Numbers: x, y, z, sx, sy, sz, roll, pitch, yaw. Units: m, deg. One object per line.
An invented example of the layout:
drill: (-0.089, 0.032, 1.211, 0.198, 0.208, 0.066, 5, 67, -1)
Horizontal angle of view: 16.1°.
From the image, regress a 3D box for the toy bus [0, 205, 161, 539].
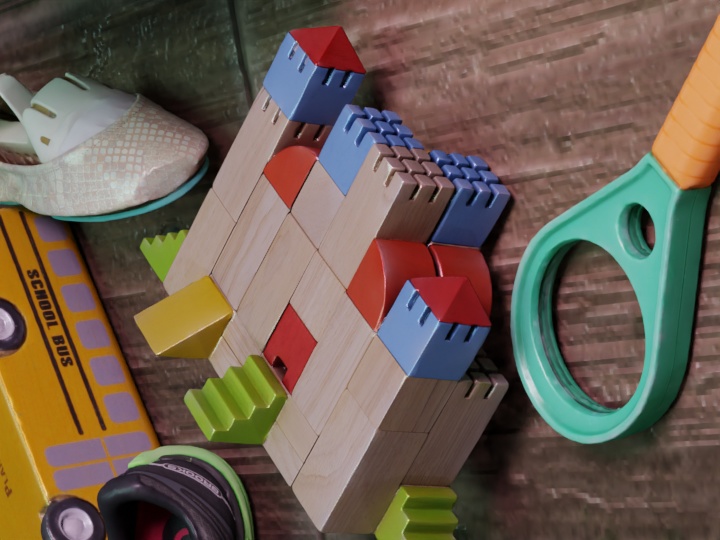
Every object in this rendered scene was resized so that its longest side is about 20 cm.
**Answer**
toy bus: (-0.148, 0.070, 1.205, 0.065, 0.078, 0.200, -50, 58, 47)

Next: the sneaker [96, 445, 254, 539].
sneaker: (-0.074, 0.176, 1.107, 0.077, 0.084, 0.200, -26, 76, 27)

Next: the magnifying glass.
magnifying glass: (0.101, -0.020, 0.873, 0.080, 0.022, 0.200, 55, 138, 32)

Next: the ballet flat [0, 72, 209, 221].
ballet flat: (-0.142, -0.060, 1.165, 0.200, 0.067, 0.062, 2, 131, 55)

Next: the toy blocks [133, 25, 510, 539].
toy blocks: (0.000, 0.000, 0.975, 0.200, 0.100, 0.137, 54, 126, 41)
